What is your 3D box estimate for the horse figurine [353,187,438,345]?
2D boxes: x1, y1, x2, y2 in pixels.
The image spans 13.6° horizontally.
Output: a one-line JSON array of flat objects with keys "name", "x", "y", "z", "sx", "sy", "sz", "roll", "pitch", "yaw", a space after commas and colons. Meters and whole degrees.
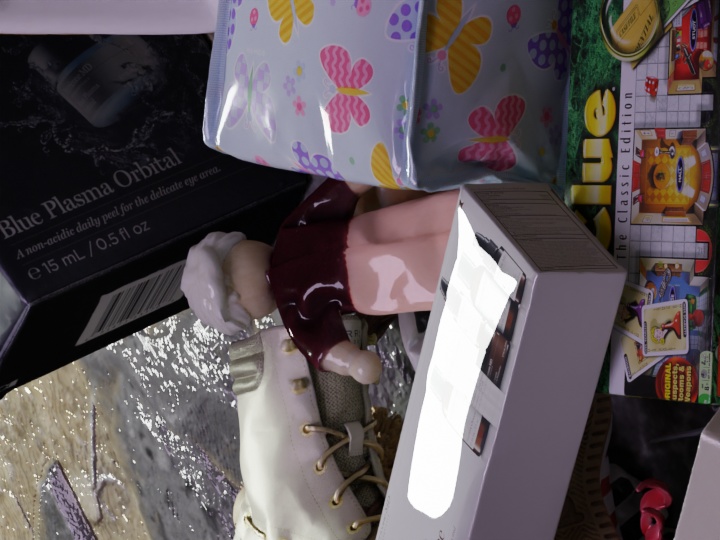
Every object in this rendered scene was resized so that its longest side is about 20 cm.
[{"name": "horse figurine", "x": -0.003, "y": -0.066, "z": 1.562, "sx": 0.132, "sy": 0.050, "sz": 0.201, "roll": -20, "pitch": 94, "yaw": 60}]

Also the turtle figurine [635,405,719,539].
[{"name": "turtle figurine", "x": 0.203, "y": 0.143, "z": 1.389, "sx": 0.200, "sy": 0.101, "sz": 0.150, "roll": 7, "pitch": 117, "yaw": 44}]

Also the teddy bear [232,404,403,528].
[{"name": "teddy bear", "x": -0.003, "y": 0.152, "z": 1.646, "sx": 0.200, "sy": 0.067, "sz": 0.145, "roll": -30, "pitch": 46, "yaw": 34}]

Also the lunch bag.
[{"name": "lunch bag", "x": 0.025, "y": -0.141, "z": 1.408, "sx": 0.169, "sy": 0.127, "sz": 0.201, "roll": 11, "pitch": 99, "yaw": 50}]

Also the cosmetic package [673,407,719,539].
[{"name": "cosmetic package", "x": 0.243, "y": 0.105, "z": 1.251, "sx": 0.200, "sy": 0.104, "sz": 0.073, "roll": 25, "pitch": 133, "yaw": 16}]

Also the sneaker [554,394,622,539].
[{"name": "sneaker", "x": 0.100, "y": 0.127, "z": 1.463, "sx": 0.113, "sy": 0.071, "sz": 0.201, "roll": 75, "pitch": -176, "yaw": -58}]

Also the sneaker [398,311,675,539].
[{"name": "sneaker", "x": 0.077, "y": 0.087, "z": 1.536, "sx": 0.200, "sy": 0.075, "sz": 0.081, "roll": 58, "pitch": 157, "yaw": 3}]

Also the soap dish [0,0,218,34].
[{"name": "soap dish", "x": -0.130, "y": -0.220, "z": 1.540, "sx": 0.081, "sy": 0.157, "sz": 0.201, "roll": -93, "pitch": 3, "yaw": -62}]

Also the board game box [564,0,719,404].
[{"name": "board game box", "x": 0.129, "y": -0.043, "z": 1.322, "sx": 0.105, "sy": 0.023, "sz": 0.201, "roll": 2, "pitch": 90, "yaw": 57}]

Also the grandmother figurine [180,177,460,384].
[{"name": "grandmother figurine", "x": 0.000, "y": 0.000, "z": 1.500, "sx": 0.199, "sy": 0.122, "sz": 0.061, "roll": -6, "pitch": 148, "yaw": 25}]

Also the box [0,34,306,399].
[{"name": "box", "x": -0.173, "y": -0.062, "z": 1.656, "sx": 0.200, "sy": 0.196, "sz": 0.117, "roll": 53, "pitch": 143, "yaw": 15}]

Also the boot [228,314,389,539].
[{"name": "boot", "x": -0.004, "y": 0.100, "z": 1.531, "sx": 0.200, "sy": 0.072, "sz": 0.155, "roll": -5, "pitch": 84, "yaw": 54}]

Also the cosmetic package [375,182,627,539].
[{"name": "cosmetic package", "x": 0.059, "y": 0.067, "z": 1.362, "sx": 0.083, "sy": 0.050, "sz": 0.201, "roll": -126, "pitch": 42, "yaw": -52}]
